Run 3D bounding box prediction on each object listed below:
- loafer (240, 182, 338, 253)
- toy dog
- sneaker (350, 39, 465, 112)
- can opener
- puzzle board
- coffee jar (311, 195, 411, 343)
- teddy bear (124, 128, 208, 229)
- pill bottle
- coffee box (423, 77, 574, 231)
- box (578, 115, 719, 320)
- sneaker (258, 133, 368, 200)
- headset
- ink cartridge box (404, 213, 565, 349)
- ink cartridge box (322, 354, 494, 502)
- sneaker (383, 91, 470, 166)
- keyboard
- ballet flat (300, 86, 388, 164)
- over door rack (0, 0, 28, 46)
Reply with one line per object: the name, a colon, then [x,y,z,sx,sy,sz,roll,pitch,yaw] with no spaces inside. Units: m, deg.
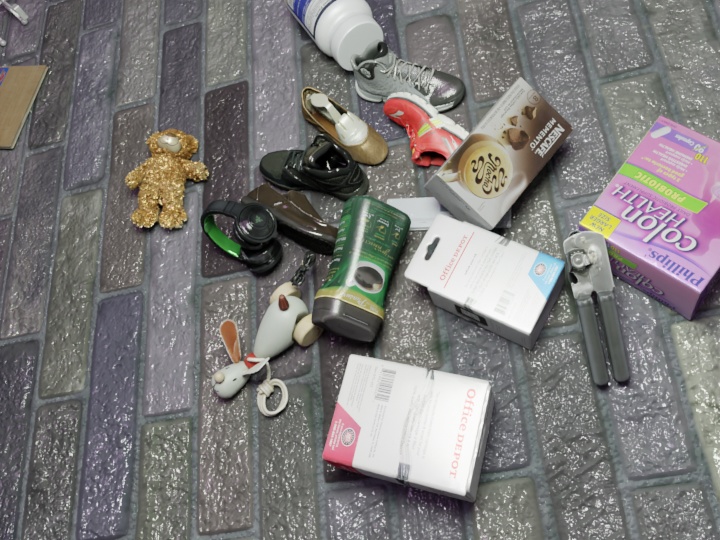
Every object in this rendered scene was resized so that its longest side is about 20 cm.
loafer: [-0.105,-0.094,1.143,0.198,0.073,0.072,28,75,24]
toy dog: [-0.144,0.103,1.053,0.130,0.096,0.202,21,74,25]
sneaker: [0.069,-0.322,1.169,0.197,0.116,0.076,10,69,22]
can opener: [0.309,0.045,0.937,0.052,0.067,0.203,-12,95,11]
puzzle board: [-0.747,-0.343,1.494,0.148,0.017,0.203,4,67,21]
coffee jar: [0.000,0.000,1.047,0.103,0.085,0.203,23,73,-20]
teddy bear: [-0.345,-0.164,1.256,0.143,0.067,0.203,15,72,20]
pill bottle: [-0.048,-0.454,1.266,0.115,0.116,0.201,-34,61,0]
coffee box: [0.202,-0.165,1.046,0.113,0.080,0.200,42,78,-2]
box: [0.421,-0.073,0.955,0.175,0.097,0.201,35,81,27]
sneaker: [-0.089,-0.178,1.156,0.197,0.114,0.077,17,70,25]
headset: [-0.164,-0.038,1.108,0.197,0.124,0.095,17,57,14]
ink cartridge box: [0.175,0.012,1.010,0.198,0.067,0.117,25,76,25]
ink cartridge box: [0.068,0.208,0.945,0.197,0.084,0.147,8,69,22]
sneaker: [0.101,-0.213,1.135,0.199,0.077,0.085,39,87,28]
keyboard: [0.134,-0.090,1.105,0.197,0.011,0.057,-1,61,17]
ballet flat: [-0.036,-0.250,1.193,0.068,0.072,0.200,-43,62,-5]
over door rack: [-0.793,-0.511,1.546,0.148,0.067,0.199,-48,41,-7]
